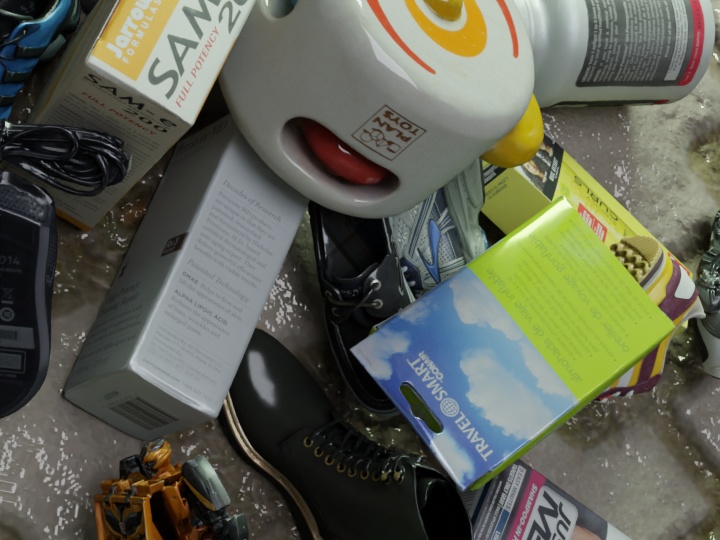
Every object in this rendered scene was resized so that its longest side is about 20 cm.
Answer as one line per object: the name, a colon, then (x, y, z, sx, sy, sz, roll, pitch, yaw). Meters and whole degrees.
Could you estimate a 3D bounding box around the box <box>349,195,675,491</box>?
box: (0.097, 0.051, 1.212, 0.200, 0.048, 0.122, -34, 77, -26)

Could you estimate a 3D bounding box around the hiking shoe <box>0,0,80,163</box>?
hiking shoe: (-0.236, -0.127, 1.123, 0.074, 0.087, 0.201, 22, 61, 2)

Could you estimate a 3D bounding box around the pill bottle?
pill bottle: (0.160, -0.179, 1.385, 0.199, 0.111, 0.112, -4, 80, -34)

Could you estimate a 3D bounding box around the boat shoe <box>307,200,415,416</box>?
boat shoe: (0.000, 0.000, 1.239, 0.066, 0.069, 0.202, -4, 88, -73)

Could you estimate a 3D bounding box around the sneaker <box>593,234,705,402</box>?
sneaker: (0.164, 0.073, 1.314, 0.200, 0.075, 0.090, -44, 117, 0)

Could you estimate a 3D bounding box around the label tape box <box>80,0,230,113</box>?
label tape box: (-0.090, -0.187, 1.256, 0.200, 0.063, 0.145, 44, 58, -18)

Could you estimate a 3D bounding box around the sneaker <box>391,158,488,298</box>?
sneaker: (0.049, -0.015, 1.301, 0.085, 0.077, 0.201, -7, 98, 2)

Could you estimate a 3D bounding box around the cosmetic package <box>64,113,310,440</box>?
cosmetic package: (-0.105, 0.001, 1.175, 0.074, 0.101, 0.201, 32, 61, -23)

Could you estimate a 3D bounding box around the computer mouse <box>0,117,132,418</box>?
computer mouse: (-0.216, -0.006, 1.089, 0.138, 0.053, 0.201, 10, 114, -8)

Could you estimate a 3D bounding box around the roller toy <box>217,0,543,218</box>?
roller toy: (0.014, -0.137, 1.163, 0.182, 0.140, 0.201, -17, 75, -50)

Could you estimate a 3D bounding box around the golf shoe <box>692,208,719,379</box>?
golf shoe: (0.305, 0.011, 1.462, 0.200, 0.077, 0.095, -42, 141, -50)

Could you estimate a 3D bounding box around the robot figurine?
robot figurine: (-0.103, 0.200, 1.103, 0.058, 0.145, 0.201, -19, 95, -32)

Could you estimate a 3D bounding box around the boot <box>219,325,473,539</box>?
boot: (-0.006, 0.112, 1.186, 0.077, 0.138, 0.201, -38, 98, -33)

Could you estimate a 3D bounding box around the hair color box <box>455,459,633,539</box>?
hair color box: (0.142, 0.222, 1.299, 0.200, 0.060, 0.100, 36, 61, -21)

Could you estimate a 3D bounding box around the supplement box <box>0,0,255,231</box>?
supplement box: (-0.140, -0.119, 1.120, 0.073, 0.200, 0.127, 31, 63, -14)

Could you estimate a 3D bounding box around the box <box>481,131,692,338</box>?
box: (0.163, -0.028, 1.372, 0.200, 0.050, 0.075, 43, 35, -16)
